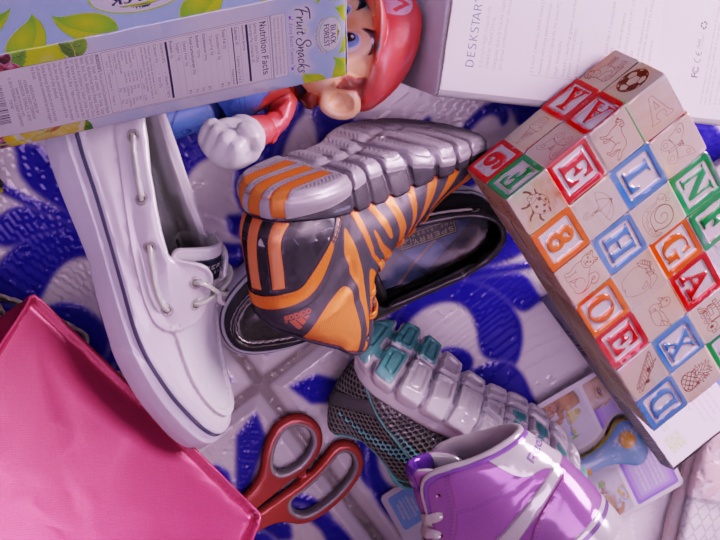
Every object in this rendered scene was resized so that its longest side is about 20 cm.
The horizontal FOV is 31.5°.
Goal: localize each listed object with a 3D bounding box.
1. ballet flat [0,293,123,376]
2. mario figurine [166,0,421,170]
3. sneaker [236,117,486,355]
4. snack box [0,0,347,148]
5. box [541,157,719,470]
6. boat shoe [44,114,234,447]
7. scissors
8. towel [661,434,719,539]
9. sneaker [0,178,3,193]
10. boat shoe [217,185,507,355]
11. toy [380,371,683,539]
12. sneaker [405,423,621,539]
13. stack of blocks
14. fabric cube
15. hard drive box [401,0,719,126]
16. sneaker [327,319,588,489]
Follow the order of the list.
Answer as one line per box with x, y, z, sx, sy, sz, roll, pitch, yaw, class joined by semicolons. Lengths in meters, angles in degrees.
-0.182;0.073;0.782;0.200;0.069;0.071;47;70;-20;ballet flat
-0.060;-0.132;0.733;0.197;0.106;0.125;-15;106;-9;mario figurine
0.001;-0.021;0.749;0.199;0.077;0.114;-23;122;-43;sneaker
-0.122;-0.161;0.673;0.197;0.170;0.068;-14;144;-9;snack box
0.243;0.016;0.867;0.199;0.036;0.145;-37;92;-1;box
-0.103;0.001;0.688;0.066;0.074;0.202;-17;108;18;boat shoe
-0.083;0.178;0.857;0.200;0.014;0.073;-46;112;-1;scissors
0.333;0.146;0.949;0.197;0.032;0.193;12;101;-18;towel
-0.302;-0.048;0.702;0.198;0.074;0.086;18;92;-19;sneaker
0.000;0.000;0.808;0.198;0.057;0.069;-25;110;-7;boat shoe
0.128;0.159;0.890;0.199;0.047;0.116;-31;108;-5;toy
0.050;0.172;0.787;0.114;0.073;0.200;43;107;-6;sneaker
0.166;-0.015;0.773;0.115;0.059;0.201;-37;119;-2;stack of blocks
-0.207;0.176;0.687;0.198;0.201;0.197;-27;115;32;fabric cube
0.133;-0.179;0.779;0.197;0.077;0.158;4;104;-19;hard drive box
0.063;0.117;0.840;0.199;0.078;0.091;38;127;-5;sneaker
